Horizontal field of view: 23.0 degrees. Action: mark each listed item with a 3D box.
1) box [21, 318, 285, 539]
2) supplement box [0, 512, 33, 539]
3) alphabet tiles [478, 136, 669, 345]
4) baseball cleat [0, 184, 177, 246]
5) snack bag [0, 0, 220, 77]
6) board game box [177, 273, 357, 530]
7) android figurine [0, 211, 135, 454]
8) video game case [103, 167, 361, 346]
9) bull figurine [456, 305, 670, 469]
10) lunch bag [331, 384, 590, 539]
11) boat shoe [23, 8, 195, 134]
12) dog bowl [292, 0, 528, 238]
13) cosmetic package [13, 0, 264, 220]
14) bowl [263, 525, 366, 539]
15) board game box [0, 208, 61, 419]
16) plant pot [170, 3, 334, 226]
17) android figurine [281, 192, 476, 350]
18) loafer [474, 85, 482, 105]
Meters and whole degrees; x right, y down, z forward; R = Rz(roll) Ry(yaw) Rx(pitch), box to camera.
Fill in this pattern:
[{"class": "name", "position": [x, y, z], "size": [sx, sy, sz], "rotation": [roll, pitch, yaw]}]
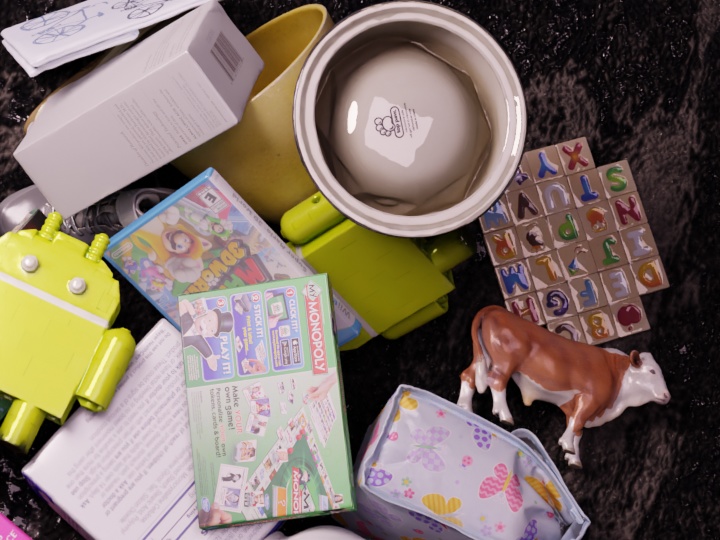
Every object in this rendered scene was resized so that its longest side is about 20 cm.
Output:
[{"class": "box", "position": [-0.164, 0.181, 1.561], "size": [0.200, 0.105, 0.184], "rotation": [42, 74, 3]}, {"class": "supplement box", "position": [-0.361, 0.232, 1.520], "size": [0.199, 0.103, 0.101], "rotation": [38, 75, 3]}, {"class": "alphabet tiles", "position": [0.205, -0.025, 1.720], "size": [0.165, 0.006, 0.202], "rotation": [-15, 80, -13]}, {"class": "baseball cleat", "position": [-0.234, -0.055, 1.606], "size": [0.198, 0.106, 0.071], "rotation": [-2, 82, -7]}, {"class": "snack bag", "position": [-0.225, -0.231, 1.618], "size": [0.198, 0.188, 0.022], "rotation": [-23, 111, -13]}, {"class": "board game box", "position": [-0.080, 0.111, 1.505], "size": [0.133, 0.029, 0.202], "rotation": [-8, 77, 5]}, {"class": "android figurine", "position": [-0.281, 0.048, 1.510], "size": [0.181, 0.041, 0.201], "rotation": [26, 74, 1]}, {"class": "video game case", "position": [-0.114, 0.016, 1.567], "size": [0.200, 0.143, 0.018], "rotation": [46, 33, -20]}, {"class": "bull figurine", "position": [0.187, 0.107, 1.653], "size": [0.198, 0.065, 0.122], "rotation": [22, 71, -2]}, {"class": "lunch bag", "position": [0.092, 0.198, 1.565], "size": [0.199, 0.170, 0.128], "rotation": [27, 70, 0]}, {"class": "boat shoe", "position": [-0.222, -0.175, 1.660], "size": [0.200, 0.073, 0.065], "rotation": [-41, 90, -6]}, {"class": "dog bowl", "position": [0.038, -0.122, 1.500], "size": [0.198, 0.074, 0.202], "rotation": [1, 83, -7]}, {"class": "cosmetic package", "position": [-0.192, -0.139, 1.535], "size": [0.081, 0.199, 0.113], "rotation": [52, 28, -21]}, {"class": "bowl", "position": [-0.066, 0.287, 1.510], "size": [0.090, 0.201, 0.201], "rotation": [38, 73, 13]}, {"class": "board game box", "position": [-0.315, 0.053, 1.553], "size": [0.105, 0.023, 0.200], "rotation": [49, 65, -21]}, {"class": "plant pot", "position": [-0.072, -0.124, 1.621], "size": [0.200, 0.200, 0.142], "rotation": [-44, 112, -16]}, {"class": "android figurine", "position": [0.000, 0.000, 1.601], "size": [0.199, 0.182, 0.041], "rotation": [-32, 37, 20]}, {"class": "loafer", "position": [0.075, -0.108, 1.637], "size": [0.069, 0.200, 0.076], "rotation": [-18, 69, -42]}]
